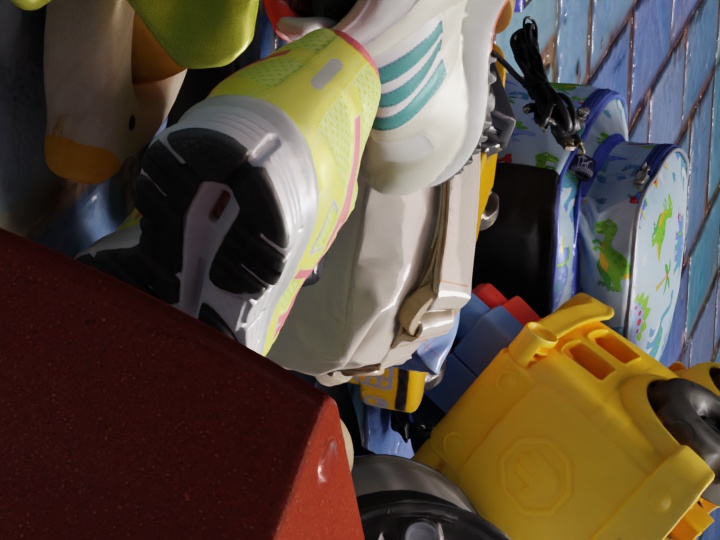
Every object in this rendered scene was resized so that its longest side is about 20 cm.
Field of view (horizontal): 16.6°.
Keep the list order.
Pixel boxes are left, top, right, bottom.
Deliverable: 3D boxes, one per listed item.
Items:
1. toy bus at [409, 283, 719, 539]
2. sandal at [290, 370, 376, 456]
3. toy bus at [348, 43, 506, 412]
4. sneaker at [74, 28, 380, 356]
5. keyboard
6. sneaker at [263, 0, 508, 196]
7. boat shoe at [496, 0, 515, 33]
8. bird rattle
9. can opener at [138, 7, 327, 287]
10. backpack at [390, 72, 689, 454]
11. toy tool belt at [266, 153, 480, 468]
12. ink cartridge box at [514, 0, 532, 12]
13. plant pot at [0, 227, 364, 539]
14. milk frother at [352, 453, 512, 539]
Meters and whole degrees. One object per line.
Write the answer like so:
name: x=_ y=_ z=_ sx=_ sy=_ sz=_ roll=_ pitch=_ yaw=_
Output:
toy bus: x=0.108 y=0.075 z=1.254 sx=0.136 sy=0.192 sz=0.200 roll=-52 pitch=165 yaw=22
sandal: x=-0.005 y=0.117 z=1.237 sx=0.200 sy=0.043 sz=0.076 roll=75 pitch=27 yaw=-53
toy bus: x=0.023 y=-0.029 z=1.199 sx=0.065 sy=0.078 sz=0.200 roll=95 pitch=12 yaw=-49
sneaker: x=-0.039 y=-0.019 z=0.868 sx=0.090 sy=0.078 sz=0.200 roll=-50 pitch=-178 yaw=-29
keyboard: x=0.040 y=-0.111 z=1.067 sx=0.021 sy=0.127 sz=0.200 roll=-50 pitch=-154 yaw=21
sneaker: x=0.004 y=-0.093 z=0.880 sx=0.200 sy=0.093 sz=0.071 roll=111 pitch=-35 yaw=-57
boat shoe: x=0.042 y=-0.183 z=1.219 sx=0.200 sy=0.070 sz=0.071 roll=55 pitch=48 yaw=-67
bird rattle: x=-0.079 y=-0.123 z=0.849 sx=0.200 sy=0.112 sz=0.164 roll=-81 pitch=-178 yaw=-59
can opener: x=-0.053 y=-0.090 z=0.955 sx=0.063 sy=0.078 sz=0.201 roll=30 pitch=54 yaw=-85
backpack: x=0.109 y=-0.011 z=1.396 sx=0.200 sy=0.146 sz=0.184 roll=-61 pitch=156 yaw=-59
toy tool belt: x=0.000 y=0.000 z=1.068 sx=0.123 sy=0.124 sz=0.201 roll=-12 pitch=109 yaw=-64
ink cartridge box: x=0.094 y=-0.214 z=1.451 sx=0.200 sy=0.039 sz=0.100 roll=-49 pitch=144 yaw=-62
plant pot: x=-0.098 y=0.113 z=0.672 sx=0.200 sy=0.175 sz=0.200 roll=80 pitch=24 yaw=-46
milk frother: x=-0.022 y=0.185 z=1.081 sx=0.188 sy=0.199 sz=0.181 roll=-168 pitch=-111 yaw=-86
